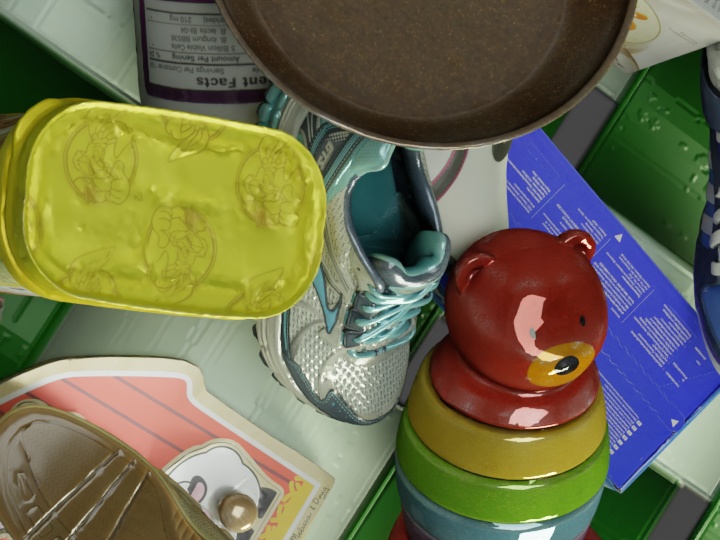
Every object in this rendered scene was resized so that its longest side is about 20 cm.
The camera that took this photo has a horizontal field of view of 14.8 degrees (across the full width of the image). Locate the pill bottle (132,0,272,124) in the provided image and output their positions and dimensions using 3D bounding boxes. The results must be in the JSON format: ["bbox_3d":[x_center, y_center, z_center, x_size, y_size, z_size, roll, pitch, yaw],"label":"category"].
[{"bbox_3d":[-0.053,-0.124,1.320,0.112,0.112,0.201,-8,107,-17],"label":"pill bottle"}]

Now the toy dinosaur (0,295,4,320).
[{"bbox_3d":[-0.216,0.093,1.267,0.086,0.136,0.201,9,104,-6],"label":"toy dinosaur"}]

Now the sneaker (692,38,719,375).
[{"bbox_3d":[0.197,-0.052,1.372,0.080,0.147,0.201,4,67,20],"label":"sneaker"}]

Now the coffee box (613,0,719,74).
[{"bbox_3d":[0.095,-0.189,1.357,0.200,0.114,0.080,33,71,-18],"label":"coffee box"}]

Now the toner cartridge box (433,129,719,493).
[{"bbox_3d":[0.097,0.009,1.421,0.095,0.043,0.200,-43,105,-8],"label":"toner cartridge box"}]

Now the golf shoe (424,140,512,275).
[{"bbox_3d":[0.055,-0.087,1.312,0.088,0.077,0.201,-4,113,17],"label":"golf shoe"}]

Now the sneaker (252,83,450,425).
[{"bbox_3d":[0.000,0.000,1.284,0.078,0.086,0.200,-31,133,-29],"label":"sneaker"}]

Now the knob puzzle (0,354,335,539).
[{"bbox_3d":[-0.133,0.131,1.367,0.219,0.030,0.220,-2,96,-17],"label":"knob puzzle"}]

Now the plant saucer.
[{"bbox_3d":[0.024,-0.140,1.229,0.200,0.037,0.201,4,69,-11],"label":"plant saucer"}]

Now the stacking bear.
[{"bbox_3d":[0.073,0.070,1.340,0.121,0.114,0.200,-8,128,-17],"label":"stacking bear"}]

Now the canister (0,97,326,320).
[{"bbox_3d":[-0.130,-0.027,1.249,0.148,0.200,0.087,7,87,-33],"label":"canister"}]

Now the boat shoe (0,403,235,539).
[{"bbox_3d":[-0.110,0.128,1.315,0.071,0.065,0.200,-46,119,-2],"label":"boat shoe"}]
